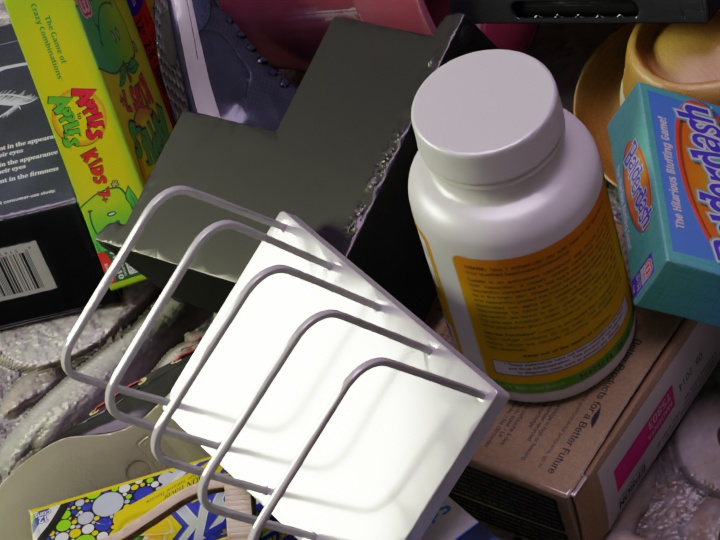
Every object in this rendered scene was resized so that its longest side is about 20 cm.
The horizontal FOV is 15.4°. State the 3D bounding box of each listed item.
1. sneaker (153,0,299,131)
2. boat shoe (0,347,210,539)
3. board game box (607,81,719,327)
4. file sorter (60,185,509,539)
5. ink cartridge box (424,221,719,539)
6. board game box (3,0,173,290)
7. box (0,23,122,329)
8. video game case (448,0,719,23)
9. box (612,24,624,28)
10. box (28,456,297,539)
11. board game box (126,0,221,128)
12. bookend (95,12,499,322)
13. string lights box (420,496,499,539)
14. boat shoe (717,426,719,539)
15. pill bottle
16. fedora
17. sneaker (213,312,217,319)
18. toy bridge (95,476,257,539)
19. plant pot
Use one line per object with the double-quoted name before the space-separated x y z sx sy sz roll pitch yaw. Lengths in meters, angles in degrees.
"sneaker" -0.055 -0.128 1.785 0.145 0.077 0.203 -15 86 -14
"boat shoe" -0.143 0.115 1.662 0.201 0.074 0.063 -32 10 1
"board game box" 0.252 -0.023 1.597 0.199 0.045 0.153 14 44 -19
"file sorter" -0.050 0.061 1.455 0.200 0.124 0.139 40 102 39
"ink cartridge box" 0.113 0.060 1.618 0.164 0.075 0.200 20 57 30
"board game box" -0.164 -0.098 1.746 0.047 0.201 0.102 -18 9 15
"box" -0.248 -0.066 1.827 0.147 0.105 0.201 -12 46 7
"video game case" 0.179 -0.216 1.777 0.180 0.026 0.200 3 31 28
"box" 0.199 -0.233 1.884 0.119 0.042 0.200 -36 46 -16
"box" -0.094 0.160 1.600 0.199 0.064 0.070 -17 46 3
"board game box" -0.121 -0.216 1.892 0.046 0.152 0.200 13 54 28
"bookend" -0.029 -0.064 1.641 0.199 0.092 0.200 15 74 40
"string lights box" 0.097 0.220 1.457 0.059 0.103 0.200 -37 49 -17
"boat shoe" 0.226 0.163 1.493 0.065 0.072 0.201 -15 52 2
"pill bottle" 0.089 -0.027 1.514 0.110 0.200 0.111 -9 47 10
"fedora" 0.236 -0.126 1.729 0.199 0.082 0.201 -5 54 7
"sneaker" 0.000 0.000 1.718 0.199 0.095 0.079 -27 79 19
"toy bridge" -0.067 0.154 1.540 0.199 0.027 0.068 -6 78 4
"plant pot" 0.006 -0.215 1.839 0.178 0.200 0.201 -8 45 32
